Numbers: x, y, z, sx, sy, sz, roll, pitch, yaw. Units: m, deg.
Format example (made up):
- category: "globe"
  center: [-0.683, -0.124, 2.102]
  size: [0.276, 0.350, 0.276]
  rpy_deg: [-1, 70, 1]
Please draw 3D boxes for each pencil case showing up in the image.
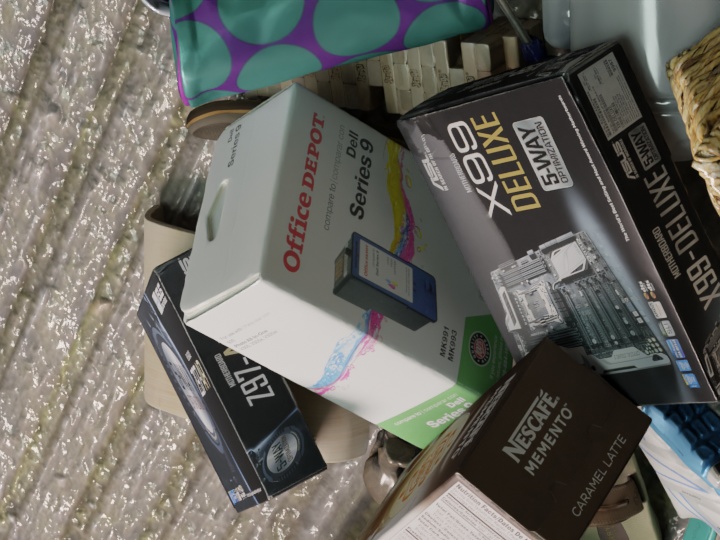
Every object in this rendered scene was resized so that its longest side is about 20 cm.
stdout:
- category: "pencil case"
  center: [-0.020, -0.162, 1.148]
  size: [0.199, 0.093, 0.086]
  rpy_deg: [-14, 111, 2]

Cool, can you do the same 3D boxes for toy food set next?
- category: "toy food set"
  center: [-0.077, 0.042, 1.386]
  size: [0.199, 0.060, 0.145]
  rpy_deg: [15, 112, 32]

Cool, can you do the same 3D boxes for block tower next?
- category: "block tower"
  center: [0.018, -0.135, 1.227]
  size: [0.199, 0.054, 0.058]
  rpy_deg: [8, 117, 31]

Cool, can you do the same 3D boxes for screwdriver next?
- category: "screwdriver"
  center: [0.094, -0.146, 1.126]
  size: [0.028, 0.029, 0.200]
  rpy_deg: [17, 152, 41]

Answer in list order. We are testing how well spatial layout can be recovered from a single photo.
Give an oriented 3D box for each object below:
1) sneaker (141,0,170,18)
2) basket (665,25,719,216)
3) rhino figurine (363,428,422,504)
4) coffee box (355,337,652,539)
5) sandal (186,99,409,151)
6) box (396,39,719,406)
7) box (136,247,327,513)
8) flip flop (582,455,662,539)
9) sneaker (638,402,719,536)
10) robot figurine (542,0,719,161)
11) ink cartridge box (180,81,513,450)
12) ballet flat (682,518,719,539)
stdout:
- category: "sneaker"
  center: [-0.127, -0.233, 1.239]
  size: [0.200, 0.108, 0.070]
  rpy_deg: [41, 130, 10]
- category: "basket"
  center: [0.261, -0.036, 0.975]
  size: [0.142, 0.149, 0.201]
  rpy_deg: [-26, 110, 13]
- category: "rhino figurine"
  center: [0.083, 0.172, 1.338]
  size: [0.200, 0.060, 0.088]
  rpy_deg: [36, 149, 13]
- category: "coffee box"
  center: [0.071, 0.138, 1.131]
  size: [0.080, 0.115, 0.200]
  rpy_deg: [38, 144, -2]
- category: "sandal"
  center: [-0.031, -0.074, 1.274]
  size: [0.199, 0.082, 0.055]
  rpy_deg: [14, 86, 22]
- category: "box"
  center: [0.122, -0.020, 1.089]
  size: [0.157, 0.050, 0.201]
  rpy_deg: [-8, 112, 56]
- category: "box"
  center: [-0.088, 0.075, 1.266]
  size: [0.161, 0.043, 0.200]
  rpy_deg: [63, 167, 3]
- category: "flip flop"
  center: [0.144, 0.150, 1.233]
  size: [0.081, 0.058, 0.200]
  rpy_deg: [-16, 134, 16]
- category: "sneaker"
  center: [0.196, 0.104, 1.191]
  size: [0.200, 0.075, 0.087]
  rpy_deg: [54, 150, 33]
- category: "robot figurine"
  center: [0.172, -0.146, 1.071]
  size: [0.169, 0.113, 0.201]
  rpy_deg: [18, 124, 39]
- category: "ink cartridge box"
  center: [0.000, 0.000, 1.191]
  size: [0.199, 0.146, 0.087]
  rpy_deg: [29, 142, -28]
- category: "ballet flat"
  center: [0.223, 0.227, 1.268]
  size: [0.073, 0.073, 0.201]
  rpy_deg: [32, 123, 17]
